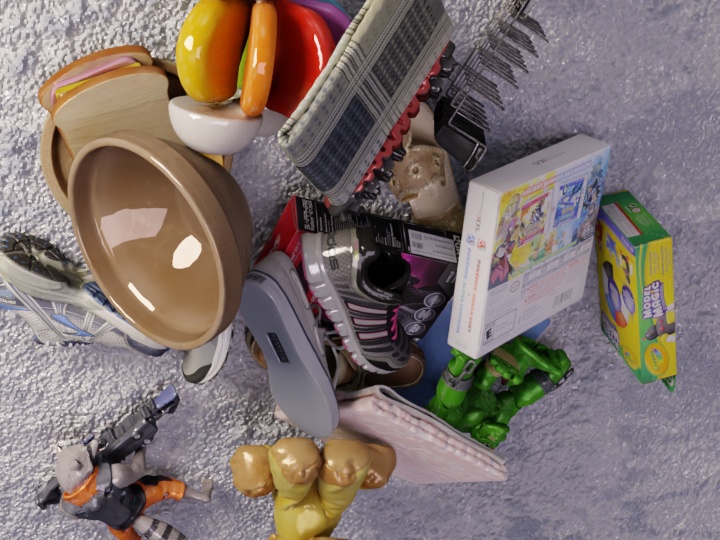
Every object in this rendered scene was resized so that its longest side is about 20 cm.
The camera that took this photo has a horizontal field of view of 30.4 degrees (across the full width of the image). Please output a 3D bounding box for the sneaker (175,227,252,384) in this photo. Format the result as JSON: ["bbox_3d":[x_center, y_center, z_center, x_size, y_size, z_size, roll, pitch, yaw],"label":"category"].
[{"bbox_3d":[-0.161,0.028,1.314,0.078,0.074,0.202,1,127,-17],"label":"sneaker"}]

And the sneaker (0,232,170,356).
[{"bbox_3d":[-0.280,0.039,1.303,0.198,0.077,0.085,29,117,-20],"label":"sneaker"}]

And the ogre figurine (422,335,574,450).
[{"bbox_3d":[0.142,0.129,1.439,0.098,0.199,0.120,45,117,14],"label":"ogre figurine"}]

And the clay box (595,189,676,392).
[{"bbox_3d":[0.297,0.029,1.434,0.047,0.115,0.203,-13,121,-7],"label":"clay box"}]

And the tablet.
[{"bbox_3d":[0.110,0.096,1.476,0.129,0.014,0.201,33,104,-28],"label":"tablet"}]

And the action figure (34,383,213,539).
[{"bbox_3d":[-0.236,0.224,1.395,0.200,0.105,0.193,-45,130,13],"label":"action figure"}]

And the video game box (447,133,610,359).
[{"bbox_3d":[0.172,-0.028,1.350,0.199,0.047,0.185,-24,132,-44],"label":"video game box"}]

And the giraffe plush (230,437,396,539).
[{"bbox_3d":[-0.058,0.270,1.381,0.170,0.200,0.165,6,73,-24],"label":"giraffe plush"}]

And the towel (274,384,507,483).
[{"bbox_3d":[0.033,0.178,1.418,0.199,0.190,0.033,31,65,-27],"label":"towel"}]

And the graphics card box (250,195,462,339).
[{"bbox_3d":[0.000,0.000,1.346,0.197,0.051,0.126,11,136,-23],"label":"graphics card box"}]

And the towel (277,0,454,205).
[{"bbox_3d":[0.006,-0.164,1.127,0.201,0.034,0.193,-57,163,-2],"label":"towel"}]

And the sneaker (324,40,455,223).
[{"bbox_3d":[0.008,-0.147,1.256,0.097,0.071,0.202,29,87,1],"label":"sneaker"}]

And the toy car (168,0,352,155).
[{"bbox_3d":[-0.071,-0.192,1.150,0.148,0.200,0.178,14,110,17],"label":"toy car"}]

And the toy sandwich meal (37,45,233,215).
[{"bbox_3d":[-0.206,-0.110,1.233,0.202,0.070,0.208,-7,120,-12],"label":"toy sandwich meal"}]

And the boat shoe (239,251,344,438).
[{"bbox_3d":[-0.057,0.067,1.309,0.086,0.074,0.204,-50,128,-40],"label":"boat shoe"}]

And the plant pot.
[{"bbox_3d":[-0.162,-0.040,1.175,0.092,0.199,0.203,-35,131,-40],"label":"plant pot"}]

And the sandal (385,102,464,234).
[{"bbox_3d":[0.064,-0.091,1.325,0.077,0.070,0.213,-27,122,0],"label":"sandal"}]

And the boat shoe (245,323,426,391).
[{"bbox_3d":[-0.025,0.099,1.397,0.197,0.074,0.077,9,114,-18],"label":"boat shoe"}]

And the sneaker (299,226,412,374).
[{"bbox_3d":[0.017,0.028,1.284,0.086,0.074,0.201,-17,133,18],"label":"sneaker"}]

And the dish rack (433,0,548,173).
[{"bbox_3d":[0.132,-0.202,1.240,0.054,0.154,0.201,30,107,-8],"label":"dish rack"}]
